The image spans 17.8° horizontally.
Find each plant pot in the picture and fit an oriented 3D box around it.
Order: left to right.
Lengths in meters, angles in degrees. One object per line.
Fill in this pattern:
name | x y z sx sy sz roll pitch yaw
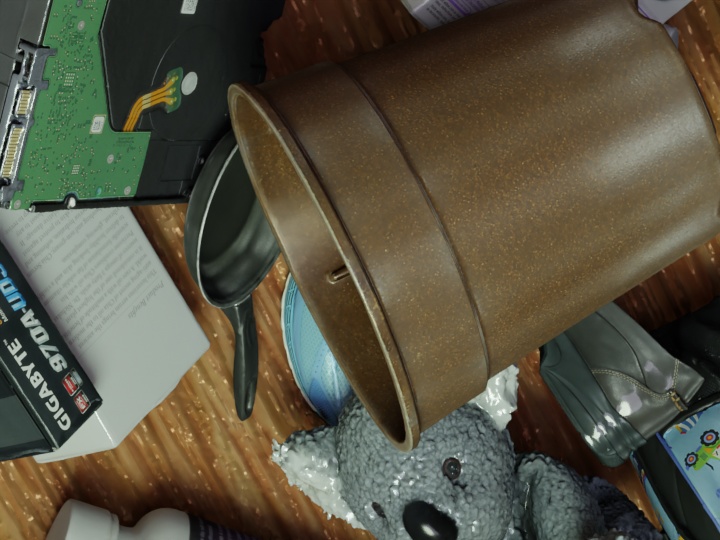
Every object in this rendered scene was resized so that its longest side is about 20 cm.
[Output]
plant pot | 0.065 -0.042 1.149 0.197 0.200 0.201 -25 108 -9

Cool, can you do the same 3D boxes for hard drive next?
hard drive | -0.120 -0.103 1.195 0.038 0.200 0.141 23 106 28

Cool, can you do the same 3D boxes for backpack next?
backpack | 0.233 0.130 1.280 0.134 0.200 0.183 -30 127 1

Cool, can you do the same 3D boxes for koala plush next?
koala plush | 0.057 0.134 1.270 0.177 0.184 0.200 -38 102 21

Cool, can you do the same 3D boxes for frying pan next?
frying pan | -0.060 -0.013 1.292 0.031 0.115 0.191 22 149 21

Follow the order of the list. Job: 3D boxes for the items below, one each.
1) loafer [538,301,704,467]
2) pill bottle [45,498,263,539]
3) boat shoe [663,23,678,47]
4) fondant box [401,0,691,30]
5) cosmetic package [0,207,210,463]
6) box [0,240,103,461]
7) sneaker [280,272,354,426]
loafer | 0.110 0.006 1.256 0.072 0.073 0.201 -34 79 6
pill bottle | -0.088 0.202 1.318 0.199 0.111 0.112 21 102 -14
boat shoe | 0.126 -0.048 1.305 0.066 0.070 0.201 19 108 13
fondant box | 0.125 -0.184 1.214 0.200 0.058 0.144 -37 144 13
cosmetic package | -0.176 -0.008 1.241 0.071 0.101 0.201 -14 113 40
box | -0.249 0.032 1.217 0.199 0.046 0.160 -12 115 42
sneaker | 0.000 0.000 1.282 0.078 0.090 0.202 2 107 -8
